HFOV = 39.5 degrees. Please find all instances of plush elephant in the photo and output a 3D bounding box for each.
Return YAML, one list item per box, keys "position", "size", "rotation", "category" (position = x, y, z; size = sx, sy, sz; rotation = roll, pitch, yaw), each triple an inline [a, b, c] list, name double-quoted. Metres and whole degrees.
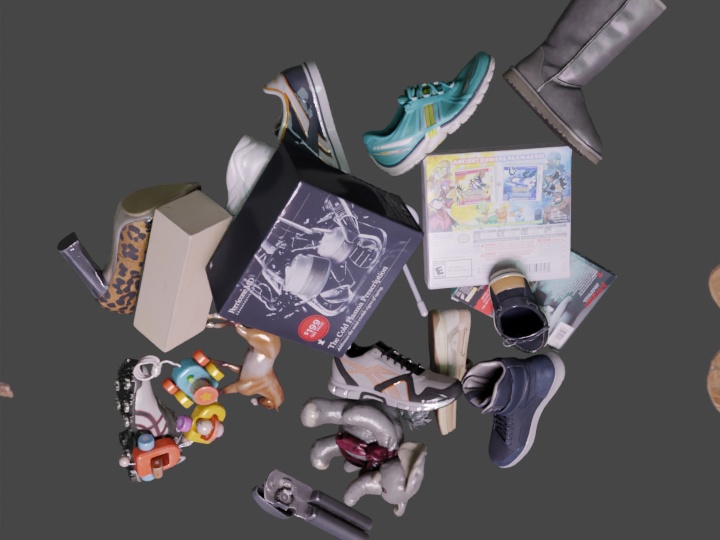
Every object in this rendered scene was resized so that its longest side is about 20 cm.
- position: [0.022, 0.272, 1.429]
  size: [0.199, 0.155, 0.165]
  rotation: [-8, 141, -10]
  category: "plush elephant"

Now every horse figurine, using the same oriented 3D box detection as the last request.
- position: [-0.159, 0.114, 1.397]
  size: [0.132, 0.050, 0.201]
  rotation: [10, 118, -6]
  category: "horse figurine"

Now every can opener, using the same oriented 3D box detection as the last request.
- position: [-0.075, 0.371, 1.550]
  size: [0.200, 0.053, 0.067]
  rotation: [34, 139, -23]
  category: "can opener"

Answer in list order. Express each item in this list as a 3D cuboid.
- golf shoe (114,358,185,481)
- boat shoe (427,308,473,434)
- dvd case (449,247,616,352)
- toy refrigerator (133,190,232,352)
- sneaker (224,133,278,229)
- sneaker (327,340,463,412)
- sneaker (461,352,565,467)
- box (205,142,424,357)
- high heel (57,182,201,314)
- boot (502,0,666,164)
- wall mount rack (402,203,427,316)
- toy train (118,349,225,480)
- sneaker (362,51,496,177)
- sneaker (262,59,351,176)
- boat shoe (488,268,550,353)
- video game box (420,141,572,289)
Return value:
- position: [-0.297, 0.203, 1.415]
  size: [0.088, 0.077, 0.201]
  rotation: [-11, 125, -22]
  category: "golf shoe"
- position: [0.134, 0.147, 1.453]
  size: [0.065, 0.072, 0.201]
  rotation: [-6, 113, -6]
  category: "boat shoe"
- position: [0.247, 0.020, 1.433]
  size: [0.199, 0.022, 0.146]
  rotation: [27, 109, -19]
  category: "dvd case"
- position: [-0.230, 0.001, 1.277]
  size: [0.070, 0.076, 0.200]
  rotation: [36, 131, 20]
  category: "toy refrigerator"
- position: [-0.132, -0.074, 1.267]
  size: [0.080, 0.071, 0.201]
  rotation: [18, 132, 3]
  category: "sneaker"
- position: [0.045, 0.144, 1.399]
  size: [0.199, 0.074, 0.080]
  rotation: [6, 104, 20]
  category: "sneaker"
- position: [0.197, 0.207, 1.458]
  size: [0.146, 0.077, 0.203]
  rotation: [-1, 122, -37]
  category: "sneaker"
- position: [-0.059, -0.020, 1.219]
  size: [0.182, 0.104, 0.200]
  rotation: [21, 113, -29]
  category: "box"
- position: [-0.272, -0.028, 1.305]
  size: [0.199, 0.071, 0.143]
  rotation: [-28, 130, 2]
  category: "high heel"
- position: [0.301, -0.260, 1.256]
  size: [0.200, 0.073, 0.182]
  rotation: [-43, 92, 8]
  category: "boot"
- position: [0.000, 0.000, 1.352]
  size: [0.199, 0.075, 0.174]
  rotation: [-23, 120, 4]
  category: "wall mount rack"
- position: [-0.248, 0.204, 1.362]
  size: [0.150, 0.056, 0.201]
  rotation: [-11, 125, -29]
  category: "toy train"
- position: [0.088, -0.205, 1.266]
  size: [0.200, 0.078, 0.080]
  rotation: [-42, 107, 12]
  category: "sneaker"
- position: [-0.063, -0.157, 1.261]
  size: [0.079, 0.078, 0.201]
  rotation: [-20, 107, -4]
  category: "sneaker"
- position: [0.220, 0.071, 1.380]
  size: [0.074, 0.062, 0.200]
  rotation: [-16, 146, 10]
  category: "boat shoe"
- position: [0.181, -0.074, 1.342]
  size: [0.199, 0.047, 0.183]
  rotation: [-4, 109, -5]
  category: "video game box"
